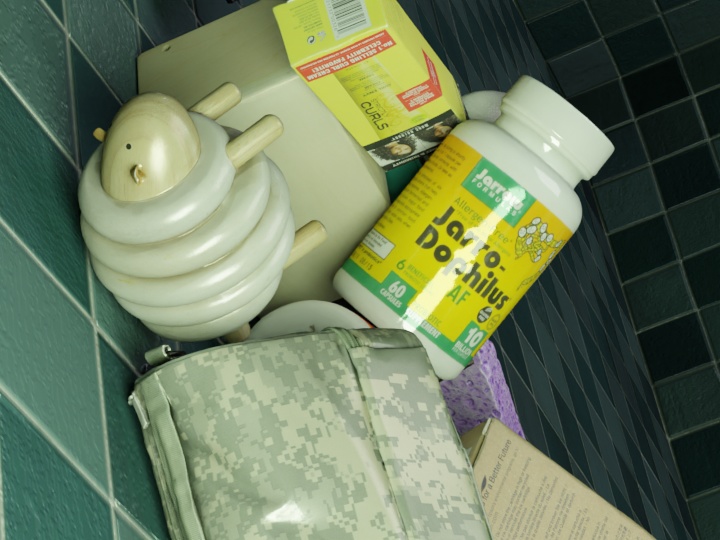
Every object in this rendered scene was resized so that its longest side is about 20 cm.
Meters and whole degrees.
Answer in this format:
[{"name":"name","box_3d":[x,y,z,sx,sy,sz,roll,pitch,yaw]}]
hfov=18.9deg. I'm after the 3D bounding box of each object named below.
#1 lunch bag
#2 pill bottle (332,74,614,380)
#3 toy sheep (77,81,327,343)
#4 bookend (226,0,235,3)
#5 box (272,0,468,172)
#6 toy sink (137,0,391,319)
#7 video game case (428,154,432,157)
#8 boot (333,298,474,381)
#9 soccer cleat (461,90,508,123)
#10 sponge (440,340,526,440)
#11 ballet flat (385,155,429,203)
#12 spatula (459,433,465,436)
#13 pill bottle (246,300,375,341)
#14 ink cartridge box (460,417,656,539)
[{"name":"lunch bag","box_3d":[-0.036,0.134,1.250,0.167,0.139,0.200,1,64,-40]},{"name":"pill bottle","box_3d":[0.083,-0.033,1.506,0.113,0.200,0.113,40,0,0]},{"name":"toy sheep","box_3d":[-0.098,-0.026,1.286,0.138,0.138,0.200,-98,168,-49]},{"name":"bookend","box_3d":[-0.102,-0.288,1.753,0.200,0.199,0.092,-36,109,-32]},{"name":"box","box_3d":[0.012,-0.134,1.471,0.200,0.075,0.050,46,25,-64]},{"name":"toy sink","box_3d":[-0.058,-0.082,1.560,0.112,0.130,0.200,-99,162,-48]},{"name":"video game case","box_3d":[0.037,-0.090,1.731,0.200,0.036,0.181,29,-18,42]},{"name":"boot","box_3d":[0.000,0.000,1.681,0.186,0.064,0.200,-12,-82,60]},{"name":"soccer cleat","box_3d":[0.103,-0.038,1.610,0.070,0.086,0.200,-117,-156,-61]},{"name":"sponge","box_3d":[0.070,0.104,1.803,0.030,0.111,0.200,-32,107,-53]},{"name":"ballet flat","box_3d":[-0.018,-0.096,1.660,0.200,0.070,0.069,25,-8,25]},{"name":"spatula","box_3d":[0.056,0.124,1.751,0.200,0.021,0.057,36,-10,31]},{"name":"pill bottle","box_3d":[-0.008,0.093,1.517,0.200,0.109,0.110,39,32,-68]},{"name":"ink cartridge box","box_3d":[0.104,0.232,1.524,0.165,0.075,0.200,37,52,-11]}]
